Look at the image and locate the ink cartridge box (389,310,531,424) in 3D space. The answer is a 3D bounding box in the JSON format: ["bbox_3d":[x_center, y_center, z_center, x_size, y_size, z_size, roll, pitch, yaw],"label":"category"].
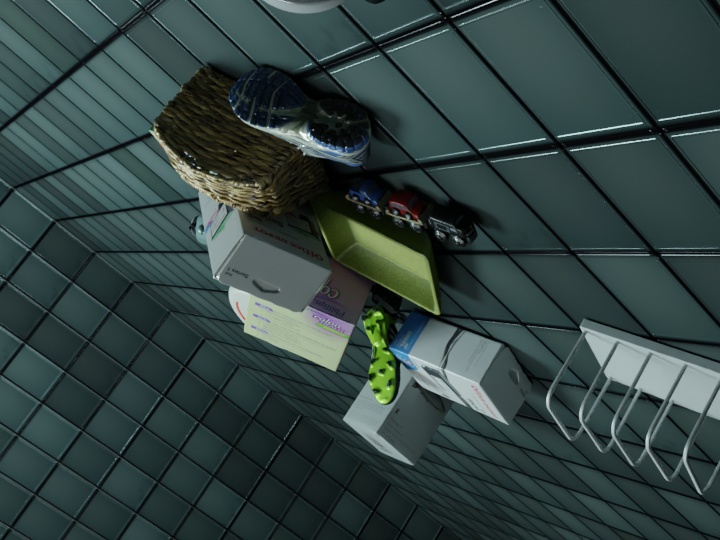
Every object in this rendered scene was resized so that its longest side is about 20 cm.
[{"bbox_3d":[0.168,0.162,1.555,0.199,0.084,0.145,19,157,42],"label":"ink cartridge box"}]

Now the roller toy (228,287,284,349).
[{"bbox_3d":[-0.142,0.043,1.727,0.182,0.140,0.201,10,143,41],"label":"roller toy"}]

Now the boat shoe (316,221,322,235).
[{"bbox_3d":[-0.128,-0.101,1.443,0.066,0.070,0.200,17,164,41],"label":"boat shoe"}]

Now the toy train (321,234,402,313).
[{"bbox_3d":[0.000,0.000,1.503,0.034,0.046,0.200,-12,135,47],"label":"toy train"}]

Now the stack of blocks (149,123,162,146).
[{"bbox_3d":[-0.225,-0.166,1.449,0.115,0.059,0.200,21,158,39],"label":"stack of blocks"}]

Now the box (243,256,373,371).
[{"bbox_3d":[-0.088,0.057,1.514,0.175,0.097,0.200,23,152,1],"label":"box"}]

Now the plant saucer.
[{"bbox_3d":[0.035,-0.035,1.332,0.199,0.048,0.200,28,163,21],"label":"plant saucer"}]

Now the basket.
[{"bbox_3d":[-0.161,-0.147,1.231,0.199,0.143,0.149,29,162,19],"label":"basket"}]

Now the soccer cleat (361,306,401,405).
[{"bbox_3d":[0.051,0.153,1.639,0.067,0.201,0.081,-32,135,28],"label":"soccer cleat"}]

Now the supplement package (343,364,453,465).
[{"bbox_3d":[0.086,0.236,1.715,0.117,0.201,0.117,43,162,-28],"label":"supplement package"}]

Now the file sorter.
[{"bbox_3d":[0.357,0.174,1.157,0.199,0.125,0.139,19,158,41],"label":"file sorter"}]

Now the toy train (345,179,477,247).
[{"bbox_3d":[0.059,-0.077,1.171,0.199,0.034,0.046,21,151,35],"label":"toy train"}]

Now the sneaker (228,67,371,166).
[{"bbox_3d":[-0.072,-0.174,1.113,0.199,0.077,0.085,28,167,22],"label":"sneaker"}]

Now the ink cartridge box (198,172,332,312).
[{"bbox_3d":[-0.135,-0.053,1.279,0.144,0.084,0.201,23,-152,-31],"label":"ink cartridge box"}]

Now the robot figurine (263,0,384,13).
[{"bbox_3d":[-0.039,-0.279,0.677,0.124,0.151,0.200,-2,163,-5],"label":"robot figurine"}]

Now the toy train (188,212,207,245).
[{"bbox_3d":[-0.213,-0.068,1.589,0.113,0.086,0.199,-1,-169,-37],"label":"toy train"}]
